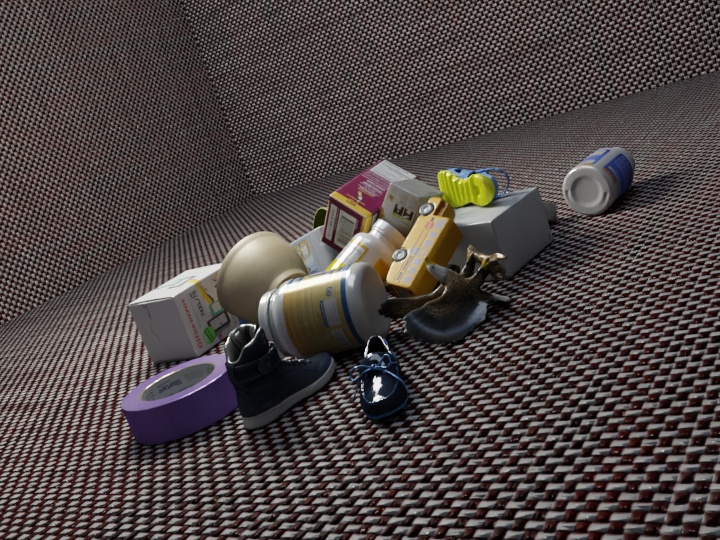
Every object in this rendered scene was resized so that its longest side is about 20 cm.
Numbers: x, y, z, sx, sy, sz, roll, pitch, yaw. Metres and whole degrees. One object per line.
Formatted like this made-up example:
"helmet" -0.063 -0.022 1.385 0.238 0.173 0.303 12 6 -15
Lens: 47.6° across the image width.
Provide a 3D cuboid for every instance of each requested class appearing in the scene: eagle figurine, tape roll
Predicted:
"eagle figurine" 0.143 0.043 1.354 0.200 0.151 0.152 -48 -21 -6
"tape roll" -0.299 0.215 1.385 0.200 0.066 0.200 -19 13 4

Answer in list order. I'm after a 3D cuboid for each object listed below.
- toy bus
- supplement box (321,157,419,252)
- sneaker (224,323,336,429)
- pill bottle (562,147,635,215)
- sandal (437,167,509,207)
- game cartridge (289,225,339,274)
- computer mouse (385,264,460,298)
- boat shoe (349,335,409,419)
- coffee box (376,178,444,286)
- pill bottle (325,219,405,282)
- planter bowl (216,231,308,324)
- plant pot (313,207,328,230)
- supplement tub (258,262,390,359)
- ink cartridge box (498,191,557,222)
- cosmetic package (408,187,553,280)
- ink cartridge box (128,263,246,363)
"toy bus" 0.121 -0.036 1.481 0.078 0.065 0.200 12 62 40
"supplement box" 0.022 -0.131 1.732 0.103 0.131 0.200 32 45 20
"sneaker" -0.126 0.136 1.282 0.077 0.146 0.202 -10 15 41
"pill bottle" 0.526 -0.202 1.776 0.112 0.112 0.200 -9 16 40
"sandal" 0.229 -0.171 1.645 0.087 0.080 0.200 -21 20 -24
"game cartridge" -0.120 -0.005 1.835 0.041 0.133 0.200 -8 -14 -45
"computer mouse" 0.103 0.045 1.544 0.200 0.046 0.140 -30 16 8
"boat shoe" 0.020 0.150 1.175 0.084 0.069 0.200 -20 13 -1
"coffee box" 0.085 -0.079 1.677 0.080 0.200 0.114 29 22 23
"pill bottle" 0.000 0.000 1.576 0.200 0.104 0.104 -50 19 -7
"planter bowl" -0.187 0.035 1.740 0.200 0.200 0.135 -28 43 -34
"plant pot" 0.017 -0.068 1.888 0.200 0.187 0.187 -11 9 -22
"supplement tub" -0.062 0.075 1.432 0.200 0.145 0.145 -14 14 22
"ink cartridge box" 0.297 -0.124 1.785 0.176 0.045 0.200 6 -9 -44
"cosmetic package" 0.240 -0.066 1.621 0.200 0.123 0.199 -6 19 41
"ink cartridge box" -0.376 0.093 1.813 0.146 0.147 0.200 -10 17 33
